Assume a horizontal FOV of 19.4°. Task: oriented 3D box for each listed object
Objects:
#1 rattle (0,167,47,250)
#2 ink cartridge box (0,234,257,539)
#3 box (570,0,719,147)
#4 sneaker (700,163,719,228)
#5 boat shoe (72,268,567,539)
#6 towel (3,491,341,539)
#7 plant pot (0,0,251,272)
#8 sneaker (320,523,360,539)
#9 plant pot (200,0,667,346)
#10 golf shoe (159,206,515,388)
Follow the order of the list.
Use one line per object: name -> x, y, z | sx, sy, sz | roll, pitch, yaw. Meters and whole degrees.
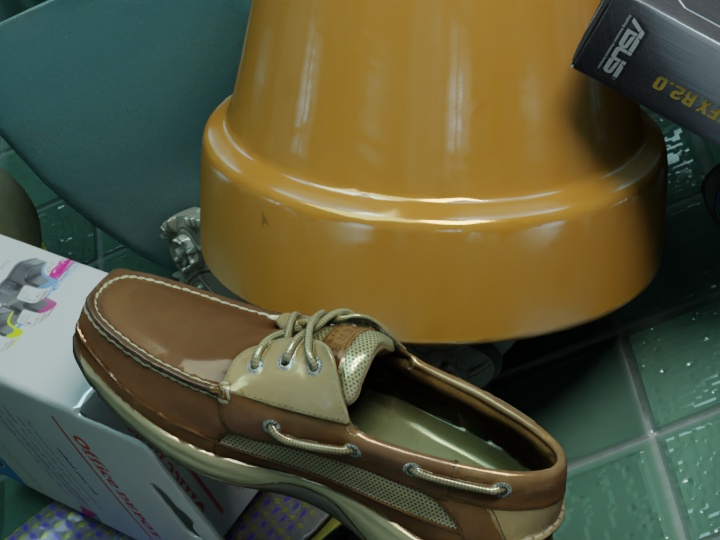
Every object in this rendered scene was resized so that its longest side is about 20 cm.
rattle -> -0.253, -0.016, 1.039 | 0.130, 0.200, 0.143 | 4, 53, 35
ink cartridge box -> -0.113, 0.056, 0.915 | 0.200, 0.115, 0.068 | 18, 61, 41
box -> 0.189, -0.120, 0.835 | 0.158, 0.048, 0.200 | 28, 53, -1
sneaker -> 0.177, 0.006, 0.844 | 0.111, 0.077, 0.200 | 18, 57, 35
boat shoe -> -0.010, 0.047, 0.796 | 0.200, 0.074, 0.076 | 26, 41, 6
towel -> -0.099, 0.129, 0.940 | 0.200, 0.023, 0.144 | -38, 42, -7
plant pot -> -0.096, -0.104, 1.028 | 0.141, 0.200, 0.141 | -22, 43, 12
sneaker -> -0.011, 0.143, 0.843 | 0.200, 0.066, 0.091 | -11, 42, 17
plant pot -> 0.031, -0.094, 0.878 | 0.200, 0.183, 0.200 | 0, 25, 0
golf shoe -> 0.000, 0.000, 0.983 | 0.200, 0.078, 0.097 | 16, 42, 35
